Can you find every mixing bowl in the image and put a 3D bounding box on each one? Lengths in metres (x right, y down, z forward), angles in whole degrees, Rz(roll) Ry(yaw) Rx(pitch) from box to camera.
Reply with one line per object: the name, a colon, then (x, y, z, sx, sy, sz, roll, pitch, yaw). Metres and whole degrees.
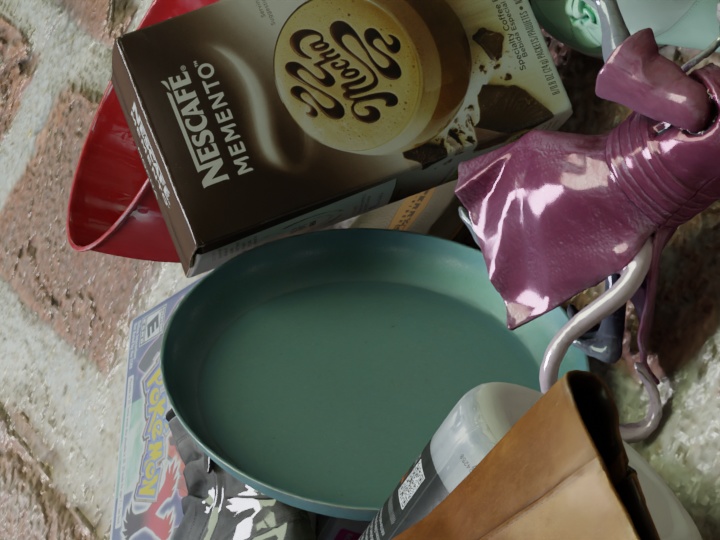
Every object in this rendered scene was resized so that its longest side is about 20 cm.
mixing bowl: (-0.077, -0.082, 1.444, 0.200, 0.108, 0.201, -50, 25, 33)

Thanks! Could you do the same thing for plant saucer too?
plant saucer: (0.006, 0.051, 1.165, 0.201, 0.199, 0.028, -110, 19, -50)

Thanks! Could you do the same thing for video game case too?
video game case: (-0.079, 0.089, 1.358, 0.182, 0.023, 0.201, -30, 48, 47)

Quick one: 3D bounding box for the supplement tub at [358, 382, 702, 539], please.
supplement tub: (0.041, 0.157, 1.039, 0.200, 0.122, 0.123, -54, 32, 18)

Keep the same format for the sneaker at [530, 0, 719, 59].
sneaker: (0.114, -0.151, 1.196, 0.200, 0.118, 0.074, 13, 83, 61)

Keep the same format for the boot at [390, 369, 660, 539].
boot: (0.040, 0.160, 0.910, 0.200, 0.068, 0.189, -38, 35, 25)

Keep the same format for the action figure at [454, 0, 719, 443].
action figure: (0.126, -0.044, 1.090, 0.200, 0.133, 0.150, -42, 39, 40)

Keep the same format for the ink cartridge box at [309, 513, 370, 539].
ink cartridge box: (-0.020, 0.062, 1.339, 0.120, 0.042, 0.200, -58, 34, 16)

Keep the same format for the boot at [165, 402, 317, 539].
boot: (-0.078, 0.132, 1.247, 0.199, 0.069, 0.133, -19, 78, 47)

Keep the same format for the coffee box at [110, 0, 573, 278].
coffee box: (-0.012, -0.087, 1.237, 0.080, 0.199, 0.114, 127, 121, -76)

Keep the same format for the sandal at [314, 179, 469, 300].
sandal: (0.000, 0.000, 1.274, 0.080, 0.054, 0.201, 3, 49, 37)
